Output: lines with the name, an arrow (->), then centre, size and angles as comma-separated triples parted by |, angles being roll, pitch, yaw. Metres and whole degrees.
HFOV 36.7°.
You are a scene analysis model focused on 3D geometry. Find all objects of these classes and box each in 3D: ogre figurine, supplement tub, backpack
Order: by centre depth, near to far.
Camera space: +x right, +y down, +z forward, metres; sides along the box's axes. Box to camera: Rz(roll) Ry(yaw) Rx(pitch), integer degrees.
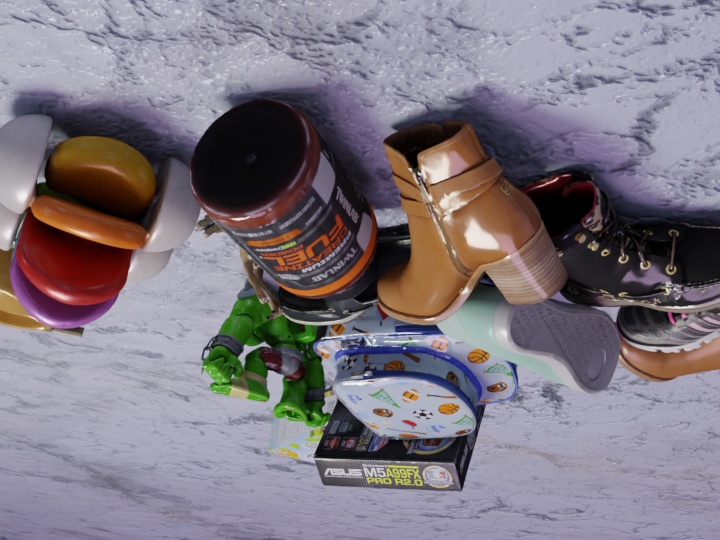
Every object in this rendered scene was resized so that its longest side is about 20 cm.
supplement tub -> -0.049, -0.045, 0.884 | 0.106, 0.108, 0.200 | -2, 155, 22
backpack -> 0.065, 0.080, 1.094 | 0.189, 0.155, 0.200 | -14, 148, 22
ogre figurine -> -0.091, 0.092, 1.192 | 0.199, 0.121, 0.098 | 24, 156, -30

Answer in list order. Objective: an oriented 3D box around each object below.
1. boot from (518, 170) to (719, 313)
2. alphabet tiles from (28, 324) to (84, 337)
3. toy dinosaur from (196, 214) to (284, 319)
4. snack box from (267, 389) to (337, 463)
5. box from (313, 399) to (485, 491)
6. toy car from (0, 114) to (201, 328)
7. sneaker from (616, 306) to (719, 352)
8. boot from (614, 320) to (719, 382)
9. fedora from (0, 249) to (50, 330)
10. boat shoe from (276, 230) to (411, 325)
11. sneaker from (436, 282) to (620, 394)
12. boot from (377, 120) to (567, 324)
boot -> 0.220, -0.024, 0.894 | 0.199, 0.074, 0.150 | -2, 157, 41
alphabet tiles -> -0.404, 0.055, 1.259 | 0.165, 0.006, 0.200 | 13, 177, -13
toy dinosaur -> -0.091, -0.012, 1.010 | 0.058, 0.101, 0.200 | -35, 166, 0
snack box -> -0.015, 0.235, 1.563 | 0.168, 0.068, 0.200 | 20, 153, -27
box -> 0.054, 0.155, 1.202 | 0.159, 0.200, 0.045 | -2, 125, 22
toy car -> -0.241, -0.027, 0.927 | 0.174, 0.151, 0.200 | 16, 155, -20
sneaker -> 0.312, 0.016, 0.959 | 0.199, 0.074, 0.087 | -16, 148, 33
boot -> 0.354, 0.054, 1.036 | 0.198, 0.074, 0.155 | 3, 161, -21
fedora -> -0.358, 0.008, 1.127 | 0.199, 0.082, 0.201 | 7, 157, 3
boat shoe -> 0.000, 0.002, 1.011 | 0.198, 0.075, 0.066 | -7, 158, 24
sneaker -> 0.149, 0.051, 0.985 | 0.118, 0.074, 0.200 | 17, 173, 46
boot -> 0.054, -0.037, 0.867 | 0.199, 0.077, 0.156 | -4, 128, 53
